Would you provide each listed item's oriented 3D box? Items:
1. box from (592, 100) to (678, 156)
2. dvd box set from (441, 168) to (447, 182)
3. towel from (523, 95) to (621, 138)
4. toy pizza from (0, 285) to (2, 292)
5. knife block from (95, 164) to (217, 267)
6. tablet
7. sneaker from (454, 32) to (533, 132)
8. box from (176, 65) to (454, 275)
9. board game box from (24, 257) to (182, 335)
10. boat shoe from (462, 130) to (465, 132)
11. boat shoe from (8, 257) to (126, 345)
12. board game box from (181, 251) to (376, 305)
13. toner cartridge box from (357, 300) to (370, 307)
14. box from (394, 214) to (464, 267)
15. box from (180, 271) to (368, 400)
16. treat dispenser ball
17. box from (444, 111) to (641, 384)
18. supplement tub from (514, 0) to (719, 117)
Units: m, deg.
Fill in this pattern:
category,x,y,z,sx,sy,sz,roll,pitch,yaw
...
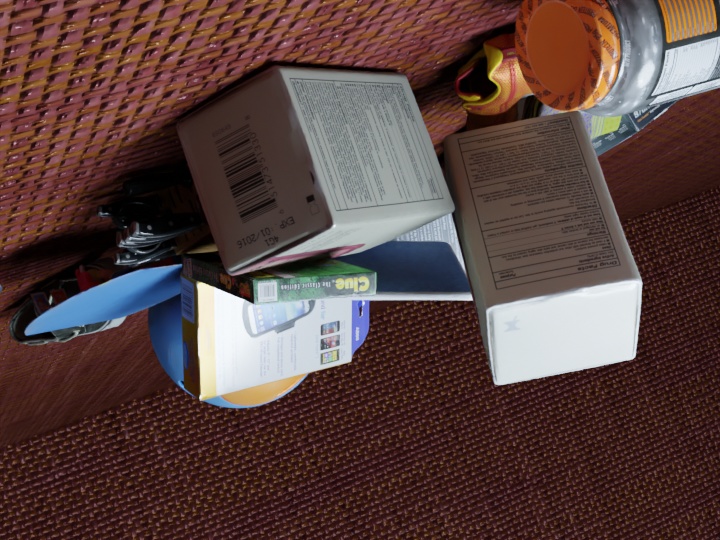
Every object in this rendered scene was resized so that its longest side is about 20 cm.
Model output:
category,x,y,z,sx,sy,sz,roll,pitch,yaw
box,0.300,-0.181,1.521,0.158,0.046,0.200,-36,-178,-29
dvd box set,0.008,-0.079,1.313,0.145,0.030,0.200,-21,-167,1
towel,0.214,-0.164,1.281,0.199,0.023,0.145,-27,149,-39
toy pizza,-0.423,0.042,1.183,0.198,0.032,0.200,-23,174,-2
knife block,-0.125,-0.063,1.151,0.198,0.065,0.176,-22,175,3
tablet,0.000,0.000,1.224,0.197,0.014,0.130,1,-157,-10
sneaker,0.116,-0.165,1.180,0.076,0.074,0.200,-5,164,-8
box,-0.031,-0.081,1.039,0.108,0.129,0.199,-23,173,30
board game box,-0.229,0.008,1.251,0.157,0.039,0.199,-27,171,32
boat shoe,0.135,-0.125,1.481,0.064,0.074,0.200,-26,174,-4
boat shoe,-0.310,0.043,1.390,0.063,0.071,0.199,-17,174,-41
board game box,-0.073,0.002,1.091,0.104,0.024,0.200,-2,-173,-23
toner cartridge box,-0.060,0.014,1.343,0.199,0.096,0.043,-29,-159,-25
box,0.118,-0.048,1.573,0.197,0.108,0.148,-10,-167,-5
box,-0.080,0.045,1.278,0.198,0.121,0.041,-12,-158,-35
treat dispenser ball,-0.134,0.050,1.445,0.199,0.203,0.201,-21,174,-2
box,0.153,-0.022,1.128,0.126,0.202,0.110,-10,140,1
supplement tub,0.223,-0.189,1.013,0.198,0.124,0.122,-17,172,-31
